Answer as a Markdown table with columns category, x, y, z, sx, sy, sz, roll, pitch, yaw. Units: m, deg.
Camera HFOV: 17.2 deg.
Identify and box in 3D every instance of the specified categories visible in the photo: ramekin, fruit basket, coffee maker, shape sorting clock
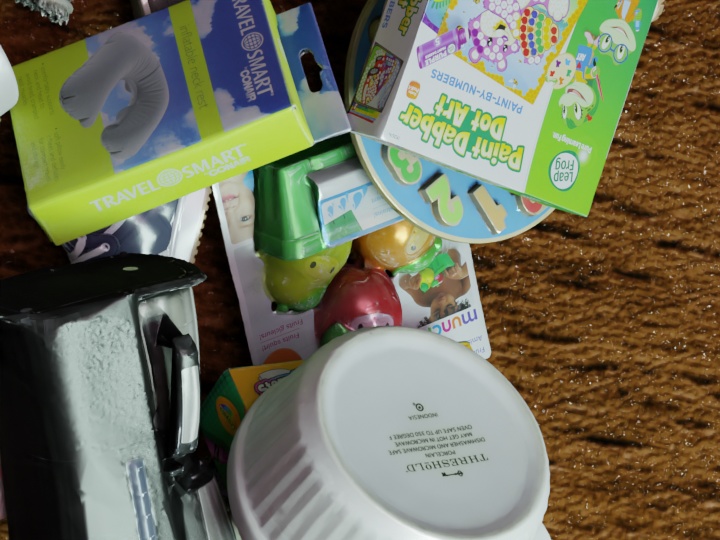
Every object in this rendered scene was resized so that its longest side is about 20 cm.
| category | x | y | z | sx | sy | sz | roll | pitch | yaw |
| --- | --- | --- | --- | --- | --- | --- | --- | --- | --- |
| ramekin | 0.025 | 0.124 | 1.468 | 0.202 | 0.094 | 0.203 | 17 | 46 | -18 |
| fruit basket | 0.000 | 0.000 | 1.627 | 0.185 | 0.094 | 0.200 | -20 | 105 | -25 |
| coffee maker | -0.179 | 0.105 | 1.465 | 0.192 | 0.135 | 0.200 | -8 | 103 | -8 |
| shape sorting clock | 0.077 | -0.118 | 1.587 | 0.200 | 0.039 | 0.200 | -2 | 93 | -35 |

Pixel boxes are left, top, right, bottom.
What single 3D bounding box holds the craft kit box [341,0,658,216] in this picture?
| category | x | y | z | sx | sy | sz | roll | pitch | yaw |
| --- | --- | --- | --- | --- | --- | --- | --- | --- | --- |
| craft kit box | 0.099 | -0.154 | 1.527 | 0.200 | 0.048 | 0.198 | 17 | 94 | -42 |

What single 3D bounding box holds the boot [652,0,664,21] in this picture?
| category | x | y | z | sx | sy | sz | roll | pitch | yaw |
| --- | --- | --- | --- | --- | --- | --- | --- | --- | --- |
| boot | 0.138 | -0.250 | 1.703 | 0.107 | 0.075 | 0.200 | -34 | 98 | -19 |

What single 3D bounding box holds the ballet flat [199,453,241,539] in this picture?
| category | x | y | z | sx | sy | sz | roll | pitch | yaw |
| --- | --- | --- | --- | --- | --- | --- | --- | --- | --- |
| ballet flat | -0.058 | 0.210 | 1.598 | 0.072 | 0.072 | 0.200 | -43 | 123 | -19 |

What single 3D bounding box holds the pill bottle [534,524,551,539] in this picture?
| category | x | y | z | sx | sy | sz | roll | pitch | yaw |
| --- | --- | --- | --- | --- | --- | --- | --- | --- | --- |
| pill bottle | 0.051 | 0.233 | 1.610 | 0.200 | 0.113 | 0.114 | -40 | 113 | -55 |

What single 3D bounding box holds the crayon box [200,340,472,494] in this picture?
| category | x | y | z | sx | sy | sz | roll | pitch | yaw |
| --- | --- | --- | --- | --- | --- | --- | --- | --- | --- |
| crayon box | 0.006 | 0.118 | 1.572 | 0.200 | 0.058 | 0.119 | -5 | 56 | -34 |

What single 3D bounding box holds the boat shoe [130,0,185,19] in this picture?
| category | x | y | z | sx | sy | sz | roll | pitch | yaw |
| --- | --- | --- | --- | --- | --- | --- | --- | --- | --- |
| boat shoe | -0.131 | -0.219 | 1.560 | 0.057 | 0.067 | 0.200 | -15 | 97 | -10 |

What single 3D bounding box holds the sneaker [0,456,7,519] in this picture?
| category | x | y | z | sx | sy | sz | roll | pitch | yaw |
| --- | --- | --- | --- | --- | --- | --- | --- | --- | --- |
| sneaker | -0.296 | 0.128 | 1.487 | 0.200 | 0.075 | 0.105 | -5 | 89 | -31 |

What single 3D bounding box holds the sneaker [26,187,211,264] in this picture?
| category | x | y | z | sx | sy | sz | roll | pitch | yaw |
| --- | --- | --- | --- | --- | --- | --- | --- | --- | --- |
| sneaker | -0.170 | 0.010 | 1.552 | 0.108 | 0.070 | 0.200 | 13 | 89 | -22 |

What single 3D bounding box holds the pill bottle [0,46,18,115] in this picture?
| category | x | y | z | sx | sy | sz | roll | pitch | yaw |
| --- | --- | --- | --- | --- | --- | --- | --- | --- | --- |
| pill bottle | -0.315 | -0.086 | 1.446 | 0.200 | 0.116 | 0.116 | -37 | 108 | -21 |

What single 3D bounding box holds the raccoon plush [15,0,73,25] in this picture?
| category | x | y | z | sx | sy | sz | roll | pitch | yaw |
| --- | --- | --- | --- | --- | --- | --- | --- | --- | --- |
| raccoon plush | -0.266 | -0.213 | 1.505 | 0.200 | 0.097 | 0.134 | -8 | 111 | 2 |

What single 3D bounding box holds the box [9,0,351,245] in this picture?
| category | x | y | z | sx | sy | sz | roll | pitch | yaw |
| --- | --- | --- | --- | --- | --- | --- | --- | --- | --- |
| box | -0.117 | -0.105 | 1.491 | 0.200 | 0.122 | 0.048 | -21 | 143 | 5 |
